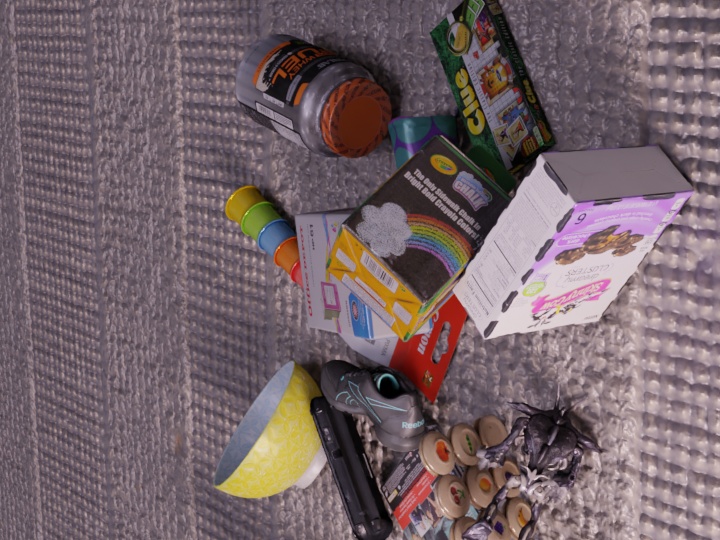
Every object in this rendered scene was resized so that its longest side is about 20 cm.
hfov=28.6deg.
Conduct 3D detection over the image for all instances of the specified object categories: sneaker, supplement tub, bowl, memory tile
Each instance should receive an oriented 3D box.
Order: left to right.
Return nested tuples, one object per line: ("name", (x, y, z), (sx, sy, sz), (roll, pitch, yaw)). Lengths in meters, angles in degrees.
("bowl", (-0.102, 0.234, 1.915), (0.108, 0.200, 0.200), (34, 138, -10))
("supplement tub", (-0.058, -0.216, 1.774), (0.200, 0.122, 0.123), (31, 120, 45))
("sneaker", (0.019, 0.149, 1.776), (0.200, 0.075, 0.080), (31, 131, 46))
("memory tile", (0.142, 0.266, 1.584), (0.017, 0.153, 0.201), (-28, 76, 39))

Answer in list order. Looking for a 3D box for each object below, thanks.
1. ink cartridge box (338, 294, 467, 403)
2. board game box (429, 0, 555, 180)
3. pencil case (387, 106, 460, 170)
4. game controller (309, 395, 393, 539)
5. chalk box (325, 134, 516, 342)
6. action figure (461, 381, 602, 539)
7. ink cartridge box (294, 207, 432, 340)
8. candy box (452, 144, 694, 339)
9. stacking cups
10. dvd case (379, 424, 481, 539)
("ink cartridge box", (0.040, 0.047, 1.761), (0.200, 0.057, 0.163), (49, 132, 42))
("board game box", (0.146, -0.207, 1.591), (0.105, 0.023, 0.201), (-39, 66, 51))
("pencil case", (0.091, -0.083, 1.635), (0.085, 0.092, 0.201), (-13, 83, 16))
("game controller", (-0.012, 0.256, 1.832), (0.042, 0.104, 0.201), (-22, 74, 9))
("chalk box", (0.079, -0.048, 1.501), (0.125, 0.200, 0.124), (44, 158, 8))
("action figure", (0.181, 0.221, 1.544), (0.119, 0.200, 0.102), (30, 161, -2))
("ink cartridge box", (0.000, 0.000, 1.661), (0.200, 0.084, 0.145), (-175, 78, -68))
("candy box", (0.211, -0.028, 1.419), (0.072, 0.167, 0.200), (58, 138, 30))
("stacking cups", (-0.112, -0.038, 1.929), (0.200, 0.060, 0.061), (47, 131, 37))
("dvd case", (0.105, 0.312, 1.750), (0.200, 0.022, 0.146), (59, 138, 28))
